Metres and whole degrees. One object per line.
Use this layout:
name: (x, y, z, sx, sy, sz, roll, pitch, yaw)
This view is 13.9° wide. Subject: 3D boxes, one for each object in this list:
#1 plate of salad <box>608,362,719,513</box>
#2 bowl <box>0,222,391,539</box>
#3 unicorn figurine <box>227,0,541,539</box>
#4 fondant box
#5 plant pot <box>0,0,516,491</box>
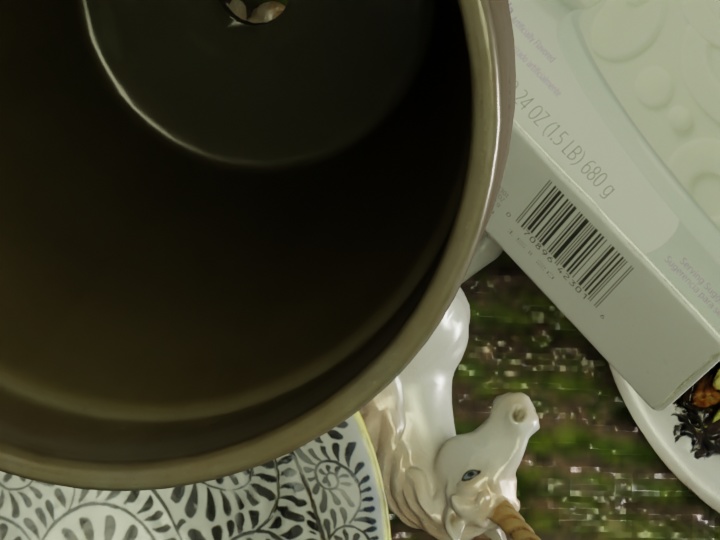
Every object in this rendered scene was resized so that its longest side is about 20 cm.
plate of salad: (0.174, -0.003, 0.977, 0.199, 0.048, 0.201, 0, 88, -14)
bowl: (-0.099, 0.086, 0.880, 0.200, 0.094, 0.202, 0, 91, -21)
unicorn figurine: (0.000, 0.000, 0.931, 0.199, 0.074, 0.138, 23, 83, 5)
fondant box: (0.114, -0.075, 0.919, 0.144, 0.058, 0.200, 46, 60, 5)
plant pot: (-0.046, -0.063, 0.778, 0.199, 0.174, 0.201, 4, 106, 13)
